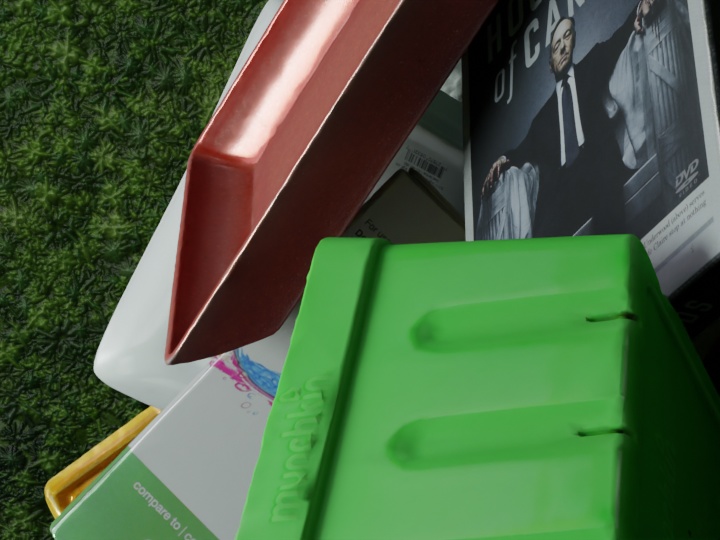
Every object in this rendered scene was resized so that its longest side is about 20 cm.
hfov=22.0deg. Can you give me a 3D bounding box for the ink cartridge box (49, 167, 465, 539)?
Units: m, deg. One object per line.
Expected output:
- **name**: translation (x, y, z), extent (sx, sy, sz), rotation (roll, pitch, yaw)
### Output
- **ink cartridge box**: translation (-0.017, 0.069, 0.772), extent (0.200, 0.084, 0.145), rotation (-46, -12, -5)

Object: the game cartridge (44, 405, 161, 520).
- **game cartridge**: translation (-0.050, 0.073, 1.013), extent (0.176, 0.032, 0.200), rotation (-36, -12, 30)

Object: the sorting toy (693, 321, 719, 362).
- **sorting toy**: translation (0.103, 0.019, 0.657), extent (0.185, 0.036, 0.200), rotation (-63, 2, 23)

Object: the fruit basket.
- **fruit basket**: translation (0.001, 0.105, 0.492), extent (0.215, 0.156, 0.216), rotation (-24, 29, 14)

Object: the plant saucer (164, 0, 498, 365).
- **plant saucer**: translation (-0.008, -0.077, 0.719), extent (0.200, 0.037, 0.200), rotation (-56, 17, 21)

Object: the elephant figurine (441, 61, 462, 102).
- **elephant figurine**: translation (0.052, -0.072, 1.079), extent (0.141, 0.155, 0.200), rotation (2, 73, 36)

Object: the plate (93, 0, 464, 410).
- **plate**: translation (0.000, 0.000, 0.880), extent (0.032, 0.199, 0.200), rotation (15, 78, 59)

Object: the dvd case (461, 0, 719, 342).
- **dvd case**: translation (0.076, -0.055, 0.592), extent (0.150, 0.025, 0.200), rotation (130, 146, -51)
